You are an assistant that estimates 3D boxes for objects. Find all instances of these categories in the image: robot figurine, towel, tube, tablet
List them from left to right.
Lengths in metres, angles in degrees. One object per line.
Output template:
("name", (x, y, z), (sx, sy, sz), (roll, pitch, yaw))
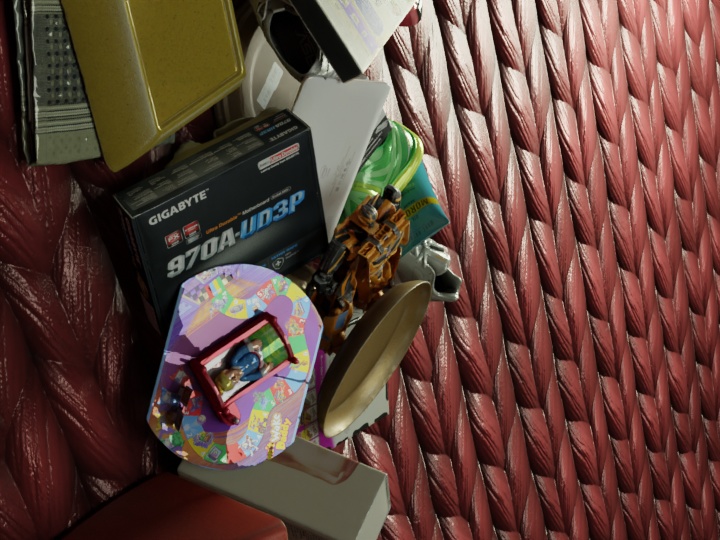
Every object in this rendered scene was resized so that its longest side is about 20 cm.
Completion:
("towel", (-0.239, -0.200, 1.250), (0.199, 0.034, 0.195), (-18, 114, -56))
("tablet", (-0.045, -0.104, 1.413), (0.129, 0.014, 0.202), (-3, 122, -48))
("robot figurine", (0.000, 0.000, 1.433), (0.145, 0.058, 0.201), (-47, 165, -31))
("tube", (0.058, -0.078, 1.586), (0.050, 0.077, 0.201), (42, 18, -25))

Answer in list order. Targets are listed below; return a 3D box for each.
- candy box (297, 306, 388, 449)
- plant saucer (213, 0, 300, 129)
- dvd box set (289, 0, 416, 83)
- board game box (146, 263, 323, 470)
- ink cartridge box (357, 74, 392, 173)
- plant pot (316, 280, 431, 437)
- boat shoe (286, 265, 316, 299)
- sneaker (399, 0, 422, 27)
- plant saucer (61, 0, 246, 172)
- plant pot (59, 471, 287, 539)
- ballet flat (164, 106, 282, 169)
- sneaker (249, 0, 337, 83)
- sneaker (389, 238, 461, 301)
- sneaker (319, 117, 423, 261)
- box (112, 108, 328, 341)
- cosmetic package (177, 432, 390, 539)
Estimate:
("candy box", (-0.048, 0.129, 1.560), (0.199, 0.060, 0.138), (-23, 115, -51))
("plant saucer", (-0.085, -0.197, 1.472), (0.199, 0.029, 0.203), (-17, 111, -53))
("dvd box set", (-0.013, -0.299, 1.401), (0.147, 0.029, 0.201), (55, 36, -20))
("board game box", (-0.111, 0.097, 1.319), (0.156, 0.039, 0.203), (15, 91, -26))
("ink cartridge box", (-0.051, -0.112, 1.471), (0.201, 0.044, 0.094), (-52, 146, -14))
("plant pot", (0.010, 0.091, 1.495), (0.201, 0.027, 0.201), (-52, 164, -21))
("boat shoe", (-0.083, 0.031, 1.489), (0.065, 0.072, 0.200), (-61, 161, 12))
("sneaker", (-0.009, -0.306, 1.535), (0.199, 0.073, 0.088), (26, 82, -47))
("plant saucer", (-0.176, -0.219, 1.268), (0.200, 0.048, 0.202), (-44, 133, -44))
("plant pot", (-0.194, 0.327, 1.283), (0.175, 0.199, 0.203), (-12, 106, -43))
("ballet flat", (-0.141, -0.110, 1.369), (0.199, 0.069, 0.070), (-30, 122, -28))
("sneaker", (-0.077, -0.276, 1.370), (0.202, 0.074, 0.082), (60, 14, -9))
("sneaker", (0.058, -0.029, 1.653), (0.200, 0.091, 0.076), (45, 61, -43))
("sneaker", (-0.003, -0.089, 1.549), (0.083, 0.074, 0.201), (41, 61, -24))
("box", (-0.129, -0.044, 1.331), (0.199, 0.046, 0.160), (-29, 136, -22))
("cosmetic package", (-0.075, 0.222, 1.399), (0.104, 0.198, 0.088), (87, 28, -60))
